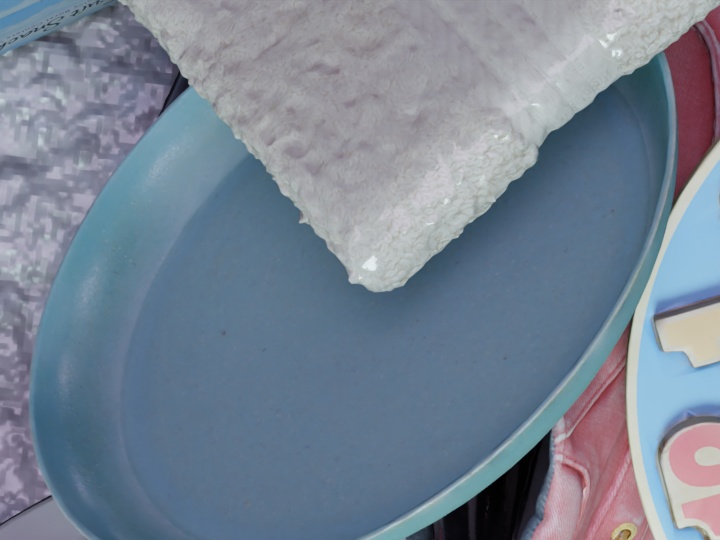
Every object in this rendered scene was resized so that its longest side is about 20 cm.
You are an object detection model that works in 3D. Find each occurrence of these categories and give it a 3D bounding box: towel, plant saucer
[{"bbox_3d":[0.002,-0.093,0.798,0.133,0.034,0.200,-42,51,4],"label":"towel"},{"bbox_3d":[0.000,0.000,0.783,0.200,0.027,0.200,-23,42,23],"label":"plant saucer"}]

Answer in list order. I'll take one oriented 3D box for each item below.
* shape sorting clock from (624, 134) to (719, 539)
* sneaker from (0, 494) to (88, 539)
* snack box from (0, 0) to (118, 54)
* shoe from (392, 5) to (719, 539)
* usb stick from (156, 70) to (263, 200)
[{"bbox_3d":[0.167,0.031,0.752,0.200,0.039,0.200,1,101,6],"label":"shape sorting clock"},{"bbox_3d":[-0.014,0.087,0.863,0.200,0.073,0.085,-14,78,-1],"label":"sneaker"},{"bbox_3d":[-0.142,-0.165,0.912,0.169,0.068,0.200,-24,82,-1],"label":"snack box"},{"bbox_3d":[0.064,0.011,0.801,0.071,0.091,0.200,8,82,34],"label":"shoe"},{"bbox_3d":[-0.036,-0.035,0.878,0.055,0.033,0.200,27,101,14],"label":"usb stick"}]
